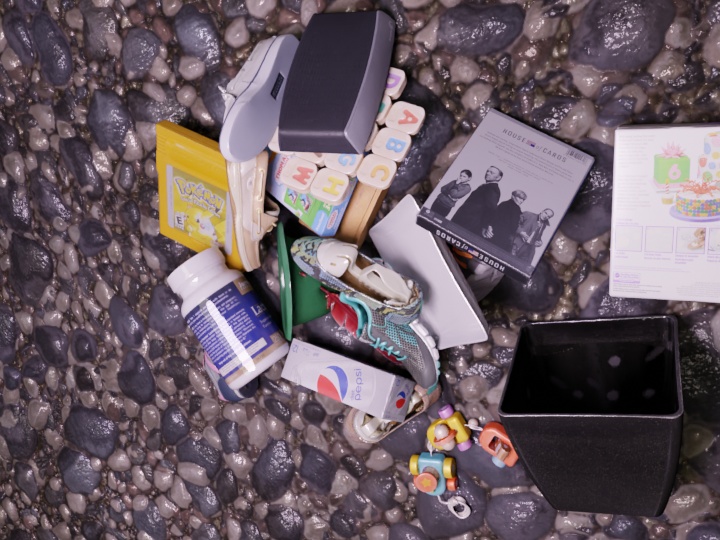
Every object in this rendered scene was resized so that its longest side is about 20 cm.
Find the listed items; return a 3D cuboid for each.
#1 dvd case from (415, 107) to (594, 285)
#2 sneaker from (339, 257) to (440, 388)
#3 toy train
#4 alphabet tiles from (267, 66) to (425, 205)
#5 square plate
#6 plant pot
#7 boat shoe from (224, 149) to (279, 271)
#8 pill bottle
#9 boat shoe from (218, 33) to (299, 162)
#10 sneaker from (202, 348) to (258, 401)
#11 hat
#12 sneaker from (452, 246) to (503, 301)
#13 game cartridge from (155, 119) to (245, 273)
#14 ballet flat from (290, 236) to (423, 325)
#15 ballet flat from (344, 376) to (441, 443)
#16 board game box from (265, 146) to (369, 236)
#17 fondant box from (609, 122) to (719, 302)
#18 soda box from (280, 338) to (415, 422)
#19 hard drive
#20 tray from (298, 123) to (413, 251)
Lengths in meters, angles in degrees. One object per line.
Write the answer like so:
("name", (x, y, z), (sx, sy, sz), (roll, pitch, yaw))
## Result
("dvd case", (0.177, -0.096, 0.821), (0.149, 0.201, 0.025), (30, 152, 13))
("sneaker", (0.037, 0.088, 0.974), (0.202, 0.090, 0.078), (59, 155, 4))
("toy train", (0.153, 0.291, 1.019), (0.149, 0.056, 0.202), (36, 117, 11))
("alphabet tiles", (-0.022, -0.185, 0.887), (0.193, 0.015, 0.202), (23, 78, 25))
("square plate", (0.090, 0.008, 0.911), (0.200, 0.028, 0.200), (62, 162, 3))
("plant pot", (0.299, 0.189, 0.850), (0.196, 0.200, 0.180), (-6, 114, 26))
("boat shoe", (-0.150, -0.084, 0.978), (0.068, 0.074, 0.202), (-7, 132, -8))
("pill bottle", (-0.206, 0.072, 1.060), (0.115, 0.116, 0.201), (-35, 89, 29))
("boat shoe", (-0.154, -0.235, 0.920), (0.085, 0.075, 0.205), (8, 68, 33))
("sneaker", (-0.247, 0.129, 1.149), (0.081, 0.070, 0.203), (-19, 92, 35))
("hat", (-0.033, 0.020, 1.026), (0.173, 0.166, 0.203), (-4, 122, -9))
("sneaker", (0.145, -0.040, 0.917), (0.112, 0.077, 0.202), (50, 137, 29))
("game cartridge", (-0.244, -0.112, 1.063), (0.174, 0.032, 0.202), (25, 132, 17))
("ballet flat", (0.000, 0.000, 0.916), (0.198, 0.074, 0.075), (28, 116, -1))
("ballet flat", (0.036, 0.219, 1.044), (0.200, 0.067, 0.068), (-41, 88, 29))
("board game box", (-0.085, -0.167, 0.971), (0.199, 0.036, 0.153), (40, 119, 28))
("fondant box", (0.372, -0.069, 0.804), (0.142, 0.058, 0.204), (3, 108, 24))
("soda box", (-0.021, 0.162, 1.015), (0.198, 0.068, 0.064), (15, 84, 35))
("hard drive", (-0.034, -0.249, 0.885), (0.133, 0.042, 0.203), (6, 71, 23))
("tray", (-0.008, -0.132, 0.974), (0.098, 0.037, 0.202), (32, 116, 13))
